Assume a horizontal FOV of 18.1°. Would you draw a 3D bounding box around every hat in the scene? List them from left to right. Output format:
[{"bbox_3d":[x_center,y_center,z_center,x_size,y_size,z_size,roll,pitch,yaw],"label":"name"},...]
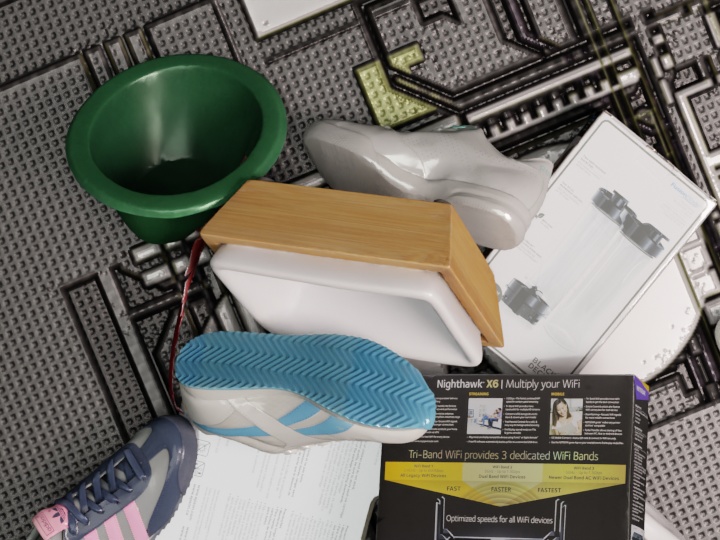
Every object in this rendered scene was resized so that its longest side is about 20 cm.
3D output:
[{"bbox_3d":[-0.143,-0.043,1.775,0.165,0.177,0.200,30,57,27],"label":"hat"}]

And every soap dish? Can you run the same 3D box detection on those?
[{"bbox_3d":[0.000,0.000,1.683,0.199,0.157,0.082,8,69,22],"label":"soap dish"}]

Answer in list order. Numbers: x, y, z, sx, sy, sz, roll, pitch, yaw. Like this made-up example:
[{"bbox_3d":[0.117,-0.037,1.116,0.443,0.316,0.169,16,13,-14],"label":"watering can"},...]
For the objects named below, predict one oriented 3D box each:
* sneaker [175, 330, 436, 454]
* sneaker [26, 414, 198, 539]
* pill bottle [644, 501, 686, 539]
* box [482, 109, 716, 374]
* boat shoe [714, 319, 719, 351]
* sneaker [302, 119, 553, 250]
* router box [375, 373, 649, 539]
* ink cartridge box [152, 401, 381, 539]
[{"bbox_3d":[-0.038,0.098,1.708,0.199,0.081,0.077,9,50,14],"label":"sneaker"},{"bbox_3d":[-0.205,0.190,1.747,0.200,0.082,0.070,-53,50,13],"label":"sneaker"},{"bbox_3d":[0.151,0.253,1.747,0.114,0.114,0.200,40,95,-2],"label":"pill bottle"},{"bbox_3d":[0.169,-0.013,1.752,0.116,0.060,0.200,38,95,-1],"label":"box"},{"bbox_3d":[0.366,0.093,1.756,0.200,0.076,0.060,43,56,7],"label":"boat shoe"},{"bbox_3d":[0.054,-0.084,1.744,0.199,0.075,0.089,22,61,22],"label":"sneaker"},{"bbox_3d":[0.113,0.159,1.692,0.199,0.052,0.158,0,78,20],"label":"router box"},{"bbox_3d":[-0.060,0.183,1.784,0.199,0.043,0.197,16,93,-2],"label":"ink cartridge box"}]
